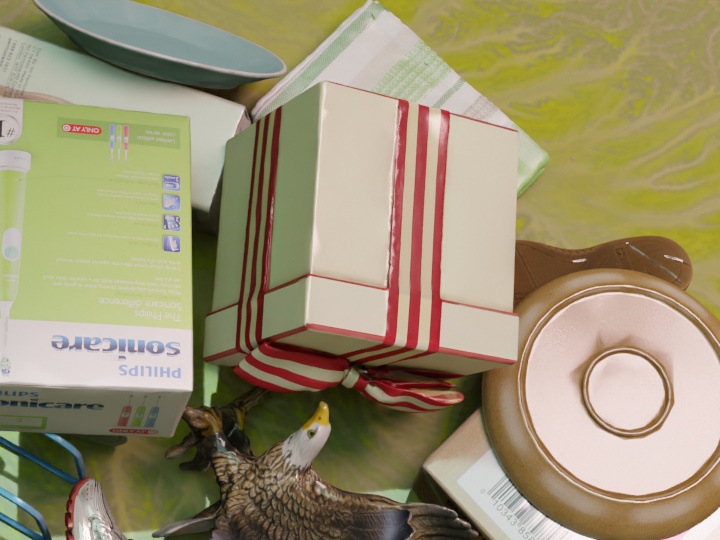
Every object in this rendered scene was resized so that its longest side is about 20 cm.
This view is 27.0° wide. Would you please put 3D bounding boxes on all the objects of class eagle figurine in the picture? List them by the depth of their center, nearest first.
[{"bbox_3d":[-0.040,0.159,1.017,0.199,0.152,0.151,40,60,18],"label":"eagle figurine"}]

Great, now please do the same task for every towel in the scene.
[{"bbox_3d":[0.031,-0.102,1.188,0.200,0.031,0.149,43,74,9],"label":"towel"}]

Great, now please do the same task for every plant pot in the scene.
[{"bbox_3d":[0.184,0.088,1.051,0.197,0.028,0.203,1,67,-4],"label":"plant pot"}]

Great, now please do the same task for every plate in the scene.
[{"bbox_3d":[-0.153,-0.171,1.138,0.198,0.200,0.026,17,106,2],"label":"plate"}]

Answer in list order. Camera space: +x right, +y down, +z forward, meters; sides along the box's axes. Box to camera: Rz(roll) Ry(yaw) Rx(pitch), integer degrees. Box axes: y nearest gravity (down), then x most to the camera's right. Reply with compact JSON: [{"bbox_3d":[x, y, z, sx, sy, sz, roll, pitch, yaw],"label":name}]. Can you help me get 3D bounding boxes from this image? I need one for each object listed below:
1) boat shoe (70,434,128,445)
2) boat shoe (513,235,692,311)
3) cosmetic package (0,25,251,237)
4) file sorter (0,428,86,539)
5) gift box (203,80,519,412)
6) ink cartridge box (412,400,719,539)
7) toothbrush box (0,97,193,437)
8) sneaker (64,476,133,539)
[{"bbox_3d":[-0.253,0.065,1.083,0.199,0.072,0.061,21,64,-4],"label":"boat shoe"},{"bbox_3d":[0.151,0.021,1.134,0.197,0.063,0.074,-3,58,-4],"label":"boat shoe"},{"bbox_3d":[-0.188,-0.103,1.130,0.198,0.103,0.088,18,80,4],"label":"cosmetic package"},{"bbox_3d":[-0.284,0.184,0.997,0.122,0.139,0.201,29,69,4],"label":"file sorter"},{"bbox_3d":[0.000,0.000,1.038,0.182,0.200,0.189,10,74,-23],"label":"gift box"},{"bbox_3d":[0.162,0.166,1.073,0.164,0.075,0.200,-41,76,-17],"label":"ink cartridge box"},{"bbox_3d":[-0.186,-0.002,0.978,0.144,0.086,0.202,3,62,-15],"label":"toothbrush box"},{"bbox_3d":[-0.134,0.224,1.012,0.082,0.078,0.201,-33,95,-10],"label":"sneaker"}]
